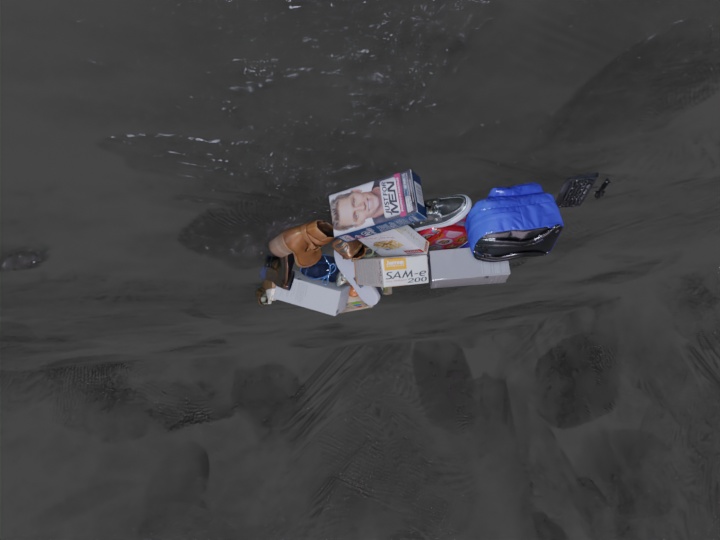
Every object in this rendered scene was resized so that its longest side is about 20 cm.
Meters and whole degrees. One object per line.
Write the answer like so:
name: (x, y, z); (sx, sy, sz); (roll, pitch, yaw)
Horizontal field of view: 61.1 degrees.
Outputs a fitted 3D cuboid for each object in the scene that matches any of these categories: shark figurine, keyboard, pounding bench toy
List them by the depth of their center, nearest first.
keyboard: (0.565, -0.200, 1.534); (0.127, 0.021, 0.200); (-10, 166, 6)
shark figurine: (0.027, -0.029, 1.779); (0.214, 0.129, 0.090); (-6, -162, -14)
pounding bench toy: (-0.003, 0.047, 1.940); (0.199, 0.125, 0.156); (-10, 165, 7)

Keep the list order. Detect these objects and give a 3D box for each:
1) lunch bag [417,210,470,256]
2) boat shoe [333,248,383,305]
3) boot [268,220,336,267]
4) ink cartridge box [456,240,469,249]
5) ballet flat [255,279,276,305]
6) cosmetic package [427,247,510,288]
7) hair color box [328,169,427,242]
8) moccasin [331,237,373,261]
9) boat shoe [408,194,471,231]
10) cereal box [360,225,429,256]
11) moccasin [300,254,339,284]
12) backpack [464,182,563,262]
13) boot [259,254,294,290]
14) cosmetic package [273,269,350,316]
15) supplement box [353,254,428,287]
lunch bag: (0.178, -0.101, 1.586); (0.176, 0.082, 0.200); (4, 159, -28)
boat shoe: (0.000, 0.000, 1.702); (0.072, 0.200, 0.068); (-31, -172, 36)
boot: (-0.116, -0.070, 1.551); (0.154, 0.074, 0.200); (-23, 165, 27)
ink cartridge box: (0.326, -0.084, 1.627); (0.200, 0.043, 0.198); (-32, 176, -24)
ballet flat: (-0.294, 0.069, 1.964); (0.068, 0.073, 0.200); (-1, 163, -28)
cosmetic package: (0.276, -0.009, 1.576); (0.199, 0.091, 0.107); (-8, 167, 4)
hair color box: (0.035, -0.137, 1.317); (0.199, 0.100, 0.060); (-15, 163, 24)
moccasin: (-0.015, -0.058, 1.569); (0.074, 0.078, 0.201); (-34, 178, 7)
boat shoe: (0.166, -0.137, 1.455); (0.200, 0.069, 0.057); (-17, 153, 30)
cereal box: (0.058, -0.088, 1.485); (0.144, 0.040, 0.200); (-1, 158, 38)
moccasin: (-0.082, -0.004, 1.785); (0.200, 0.068, 0.081); (-5, 132, -42)
backpack: (0.348, -0.109, 1.446); (0.199, 0.168, 0.163); (-11, 149, -2)
boot: (-0.233, -0.009, 1.669); (0.097, 0.075, 0.200); (15, 150, 2)
cosmetic package: (-0.142, 0.064, 1.808); (0.199, 0.081, 0.113); (13, -168, 11)
supplement box: (0.075, 0.000, 1.577); (0.126, 0.074, 0.200); (-5, -177, -20)
